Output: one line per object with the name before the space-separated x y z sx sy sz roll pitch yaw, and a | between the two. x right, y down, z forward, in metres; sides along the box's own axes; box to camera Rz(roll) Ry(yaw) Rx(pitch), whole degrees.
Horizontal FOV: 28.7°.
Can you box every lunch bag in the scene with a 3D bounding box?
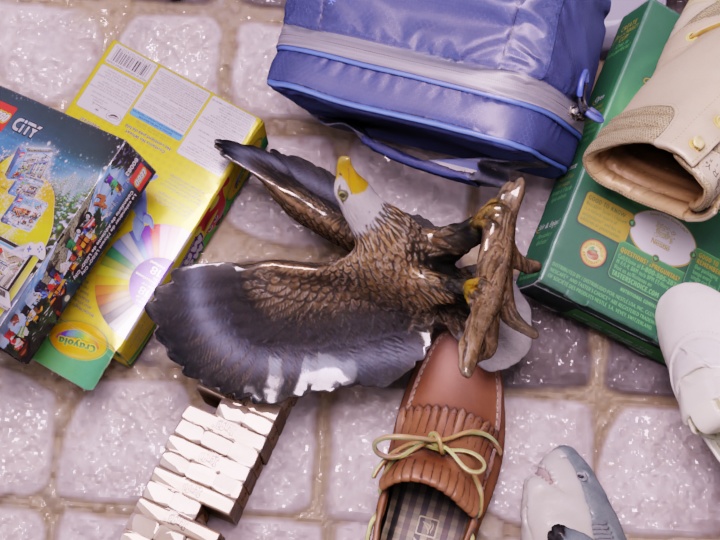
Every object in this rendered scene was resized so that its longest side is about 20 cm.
lunch bag | 0.053 -0.123 0.843 0.199 0.136 0.133 17 92 23

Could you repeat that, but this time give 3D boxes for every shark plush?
shark plush | 0.167 0.193 0.813 0.200 0.091 0.083 40 48 15

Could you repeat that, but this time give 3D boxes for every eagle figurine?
eagle figurine | -0.002 -0.007 0.807 0.199 0.152 0.152 -2 100 30

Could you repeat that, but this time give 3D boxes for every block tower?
block tower | -0.103 0.147 0.830 0.058 0.054 0.201 22 75 7

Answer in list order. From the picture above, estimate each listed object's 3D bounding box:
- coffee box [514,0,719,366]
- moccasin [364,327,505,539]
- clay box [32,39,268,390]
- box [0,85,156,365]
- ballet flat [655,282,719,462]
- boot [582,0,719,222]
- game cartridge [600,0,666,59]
coffee box | 0.188 -0.053 0.875 0.122 0.044 0.201 25 76 -11
moccasin | 0.039 0.127 0.822 0.073 0.078 0.202 19 73 9
clay box | -0.157 -0.032 0.883 0.115 0.048 0.201 29 78 9
box | -0.236 -0.043 0.849 0.199 0.038 0.137 24 75 33
ballet flat | 0.218 0.094 0.778 0.069 0.069 0.201 -28 72 -7
boot | 0.233 -0.093 0.766 0.199 0.073 0.156 13 53 43
game cartridge | 0.136 -0.237 0.947 0.132 0.041 0.201 -7 75 -6
